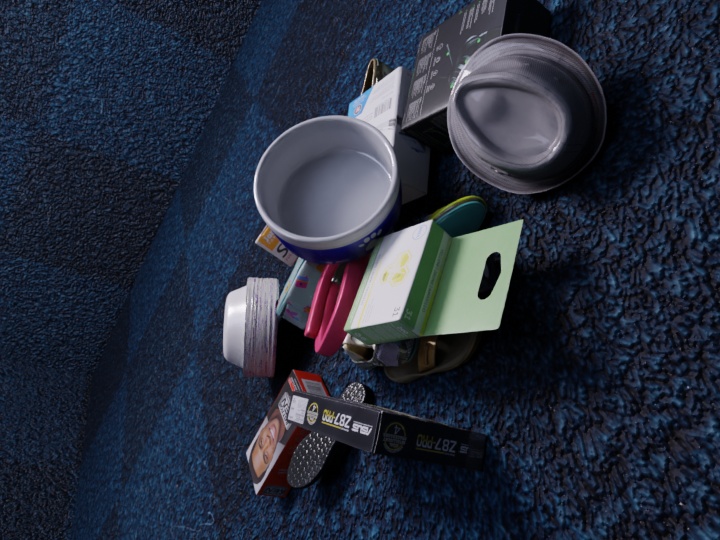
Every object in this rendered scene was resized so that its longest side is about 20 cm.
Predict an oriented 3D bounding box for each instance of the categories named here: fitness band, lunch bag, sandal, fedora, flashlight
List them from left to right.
[{"bbox_3d":[-0.088,0.004,0.981,0.200,0.077,0.160,-61,11,11],"label":"lunch bag"},{"bbox_3d":[-0.040,0.267,0.824,0.200,0.048,0.075,-51,32,6],"label":"sandal"},{"bbox_3d":[-0.032,0.032,0.786,0.144,0.037,0.200,-47,26,50],"label":"fitness band"},{"bbox_3d":[0.081,0.023,0.697,0.200,0.068,0.068,-25,76,34],"label":"flashlight"},{"bbox_3d":[0.087,0.098,0.702,0.200,0.054,0.080,-37,43,42],"label":"sandal"},{"bbox_3d":[0.173,-0.177,0.603,0.200,0.090,0.177,42,123,17],"label":"fedora"}]

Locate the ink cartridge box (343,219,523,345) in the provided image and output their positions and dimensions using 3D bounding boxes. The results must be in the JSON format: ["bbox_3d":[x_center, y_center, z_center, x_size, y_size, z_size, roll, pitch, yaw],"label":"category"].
[{"bbox_3d":[0.079,0.008,0.610,0.200,0.048,0.146,-18,43,49],"label":"ink cartridge box"}]

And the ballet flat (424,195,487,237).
[{"bbox_3d":[0.100,-0.041,0.758,0.200,0.067,0.067,-53,27,28],"label":"ballet flat"}]

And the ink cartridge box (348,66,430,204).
[{"bbox_3d":[0.042,-0.209,0.880,0.146,0.086,0.200,-16,64,52],"label":"ink cartridge box"}]

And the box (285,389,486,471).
[{"bbox_3d":[0.024,0.192,0.643,0.200,0.161,0.049,-8,67,55],"label":"box"}]

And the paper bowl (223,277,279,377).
[{"bbox_3d":[-0.220,0.114,1.063,0.201,0.104,0.201,-177,90,-79],"label":"paper bowl"}]

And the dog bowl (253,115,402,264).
[{"bbox_3d":[-0.042,-0.112,0.736,0.200,0.079,0.200,-4,66,9],"label":"dog bowl"}]

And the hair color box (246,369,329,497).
[{"bbox_3d":[-0.125,0.286,0.923,0.200,0.061,0.102,-61,32,15],"label":"hair color box"}]

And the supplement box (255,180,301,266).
[{"bbox_3d":[-0.102,-0.101,0.914,0.126,0.074,0.200,-52,11,15],"label":"supplement box"}]

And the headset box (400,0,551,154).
[{"bbox_3d":[0.168,-0.289,0.763,0.200,0.093,0.174,-11,63,55],"label":"headset box"}]

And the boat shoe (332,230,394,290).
[{"bbox_3d":[0.000,0.000,0.886,0.072,0.061,0.201,38,109,18],"label":"boat shoe"}]

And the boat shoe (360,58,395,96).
[{"bbox_3d":[0.010,-0.300,1.006,0.073,0.063,0.200,19,89,58],"label":"boat shoe"}]

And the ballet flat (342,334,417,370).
[{"bbox_3d":[0.013,0.101,0.746,0.200,0.072,0.072,148,135,-69],"label":"ballet flat"}]
